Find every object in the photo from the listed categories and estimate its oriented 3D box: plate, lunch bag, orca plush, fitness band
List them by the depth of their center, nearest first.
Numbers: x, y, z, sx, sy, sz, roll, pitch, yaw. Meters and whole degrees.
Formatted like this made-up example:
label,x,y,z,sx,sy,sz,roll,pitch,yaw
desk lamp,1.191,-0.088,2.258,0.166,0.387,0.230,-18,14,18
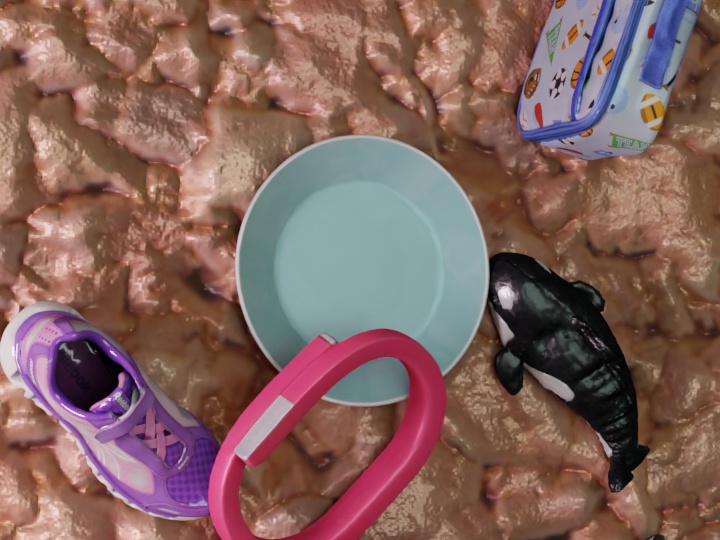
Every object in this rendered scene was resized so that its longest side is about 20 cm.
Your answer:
label,x,y,z,sx,sy,sz,roll,pitch,yaw
fitness band,-0.023,0.128,1.588,0.200,0.037,0.144,-46,132,-10
plate,0.000,0.000,1.641,0.199,0.026,0.202,1,88,-19
lunch bag,0.194,-0.183,1.645,0.075,0.160,0.201,20,82,-17
orca plush,0.163,0.073,1.667,0.105,0.071,0.201,-22,94,-18

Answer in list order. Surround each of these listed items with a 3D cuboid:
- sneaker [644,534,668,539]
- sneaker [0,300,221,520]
label,x,y,z,sx,sy,sz,roll,pitch,yaw
sneaker,0.246,0.313,1.680,0.115,0.076,0.202,20,78,-15
sneaker,-0.164,0.102,1.546,0.200,0.088,0.081,44,72,-15
